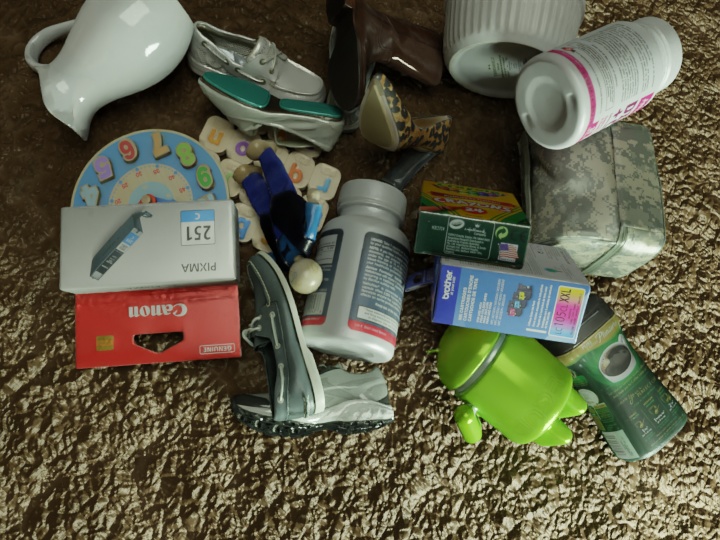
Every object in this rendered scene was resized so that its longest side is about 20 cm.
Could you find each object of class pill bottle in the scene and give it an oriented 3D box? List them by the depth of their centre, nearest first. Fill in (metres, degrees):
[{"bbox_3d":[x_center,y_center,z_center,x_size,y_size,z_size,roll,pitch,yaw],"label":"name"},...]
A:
[{"bbox_3d":[0.000,0.000,0.724,0.116,0.120,0.205,14,73,-7],"label":"pill bottle"},{"bbox_3d":[0.301,-0.240,0.734,0.197,0.113,0.115,-28,82,-21],"label":"pill bottle"}]

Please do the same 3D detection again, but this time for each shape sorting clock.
[{"bbox_3d":[-0.260,-0.082,0.726,0.194,0.039,0.206,1,78,-5],"label":"shape sorting clock"}]

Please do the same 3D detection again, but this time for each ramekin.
[{"bbox_3d":[0.206,-0.326,0.817,0.195,0.200,0.108,12,82,-8],"label":"ramekin"}]

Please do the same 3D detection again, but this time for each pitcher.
[{"bbox_3d":[-0.323,-0.290,0.738,0.199,0.121,0.172,-42,70,-2],"label":"pitcher"}]

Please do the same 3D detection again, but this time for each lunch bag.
[{"bbox_3d":[0.300,-0.103,0.803,0.163,0.140,0.206,7,71,-7],"label":"lunch bag"}]

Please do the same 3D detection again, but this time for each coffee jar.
[{"bbox_3d":[0.326,0.137,0.773,0.103,0.085,0.202,-32,85,-14],"label":"coffee jar"}]

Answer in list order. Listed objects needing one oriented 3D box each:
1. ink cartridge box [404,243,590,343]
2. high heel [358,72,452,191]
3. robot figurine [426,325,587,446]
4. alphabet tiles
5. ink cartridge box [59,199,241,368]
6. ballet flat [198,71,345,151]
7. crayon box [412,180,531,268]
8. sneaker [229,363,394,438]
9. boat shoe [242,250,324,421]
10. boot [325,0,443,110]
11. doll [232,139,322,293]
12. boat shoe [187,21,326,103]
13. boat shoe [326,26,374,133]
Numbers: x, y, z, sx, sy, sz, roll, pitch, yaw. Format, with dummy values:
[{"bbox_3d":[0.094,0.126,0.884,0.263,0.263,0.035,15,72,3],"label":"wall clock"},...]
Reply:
[{"bbox_3d":[0.153,0.012,0.700,0.194,0.137,0.078,10,110,5],"label":"ink cartridge box"},{"bbox_3d":[0.067,-0.209,0.762,0.071,0.201,0.143,32,71,27],"label":"high heel"},{"bbox_3d":[0.179,0.130,0.728,0.198,0.116,0.177,37,71,0],"label":"robot figurine"},{"bbox_3d":[-0.129,-0.128,0.786,0.196,0.015,0.200,22,72,-5],"label":"alphabet tiles"},{"bbox_3d":[-0.237,0.015,0.672,0.194,0.045,0.182,-4,82,-5],"label":"ink cartridge box"},{"bbox_3d":[-0.118,-0.200,0.767,0.195,0.070,0.071,14,73,-7],"label":"ballet flat"},{"bbox_3d":[0.131,-0.066,0.722,0.123,0.201,0.052,8,110,4],"label":"crayon box"},{"bbox_3d":[-0.058,0.154,0.703,0.194,0.074,0.081,2,63,-16],"label":"sneaker"},{"bbox_3d":[-0.100,0.071,0.660,0.060,0.073,0.204,-15,69,-21],"label":"boat shoe"},{"bbox_3d":[0.048,-0.278,0.799,0.197,0.064,0.192,11,69,-40],"label":"boot"},{"bbox_3d":[-0.095,-0.056,0.706,0.048,0.137,0.203,1,50,-44],"label":"doll"},{"bbox_3d":[-0.137,-0.278,0.789,0.195,0.070,0.072,15,55,-8],"label":"boat shoe"},{"bbox_3d":[-0.011,-0.299,0.829,0.072,0.065,0.208,11,73,-9],"label":"boat shoe"}]
